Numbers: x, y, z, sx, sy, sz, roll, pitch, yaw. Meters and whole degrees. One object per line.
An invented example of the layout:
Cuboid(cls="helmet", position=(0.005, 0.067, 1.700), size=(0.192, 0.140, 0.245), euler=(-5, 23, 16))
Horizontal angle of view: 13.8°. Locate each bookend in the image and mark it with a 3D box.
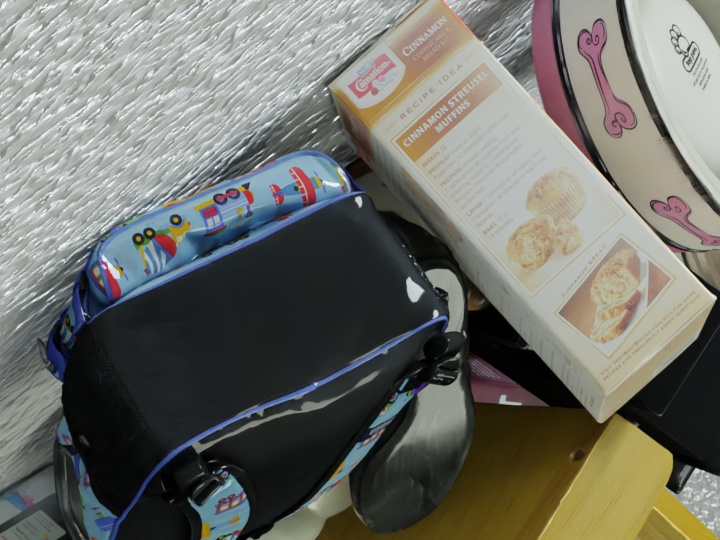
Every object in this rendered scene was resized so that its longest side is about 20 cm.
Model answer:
Cuboid(cls="bookend", position=(0.159, 0.049, 1.682), size=(0.092, 0.200, 0.199), euler=(-57, -165, -5))

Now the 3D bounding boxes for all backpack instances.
Cuboid(cls="backpack", position=(-0.066, 0.057, 1.443), size=(0.182, 0.135, 0.200), euler=(-26, 164, -26))

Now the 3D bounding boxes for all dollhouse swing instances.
Cuboid(cls="dollhouse swing", position=(0.080, 0.170, 1.708), size=(0.200, 0.176, 0.182), euler=(1, -135, 40))

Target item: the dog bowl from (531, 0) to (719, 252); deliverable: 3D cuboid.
Cuboid(cls="dog bowl", position=(0.165, -0.098, 1.561), size=(0.074, 0.201, 0.200), euler=(-21, -176, 34))

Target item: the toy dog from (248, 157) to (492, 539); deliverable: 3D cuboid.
Cuboid(cls="toy dog", position=(-0.003, 0.035, 1.621), size=(0.194, 0.140, 0.200), euler=(7, 124, -54))

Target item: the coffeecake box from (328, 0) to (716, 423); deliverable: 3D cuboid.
Cuboid(cls="coffeecake box", position=(0.079, -0.027, 1.475), size=(0.073, 0.200, 0.154), euler=(-42, 172, -2))

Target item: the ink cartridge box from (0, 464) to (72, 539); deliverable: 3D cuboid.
Cuboid(cls="ink cartridge box", position=(-0.210, 0.195, 1.752), size=(0.200, 0.083, 0.146), euler=(-32, 168, -45))

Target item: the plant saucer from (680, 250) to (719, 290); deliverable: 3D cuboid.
Cuboid(cls="plant saucer", position=(0.187, -0.077, 1.730), size=(0.029, 0.201, 0.200), euler=(-16, 176, 12))

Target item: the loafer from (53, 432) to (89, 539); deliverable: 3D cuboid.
Cuboid(cls="loafer", position=(-0.110, 0.149, 1.681), size=(0.073, 0.072, 0.200), euler=(-55, 138, -30))

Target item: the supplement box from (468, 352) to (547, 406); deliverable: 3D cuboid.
Cuboid(cls="supplement box", position=(0.019, 0.098, 1.897), size=(0.200, 0.086, 0.111), euler=(8, 109, -47))

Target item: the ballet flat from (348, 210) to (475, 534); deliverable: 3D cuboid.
Cuboid(cls="ballet flat", position=(0.023, 0.056, 1.534), size=(0.066, 0.057, 0.200), euler=(-14, 132, -21))
